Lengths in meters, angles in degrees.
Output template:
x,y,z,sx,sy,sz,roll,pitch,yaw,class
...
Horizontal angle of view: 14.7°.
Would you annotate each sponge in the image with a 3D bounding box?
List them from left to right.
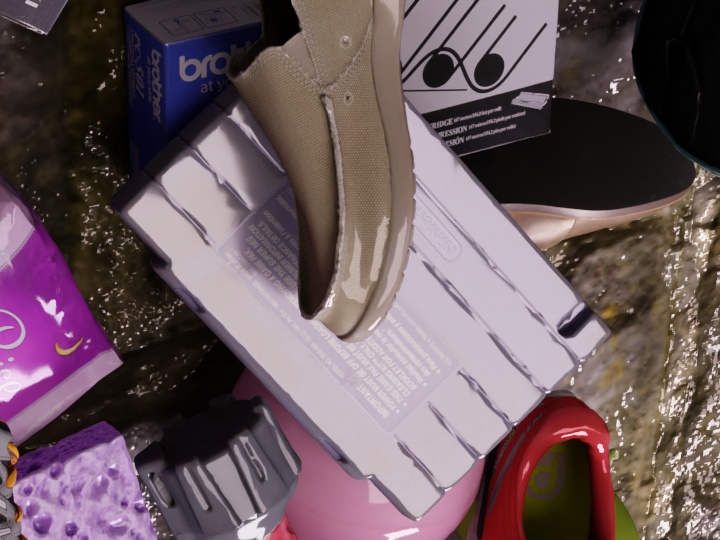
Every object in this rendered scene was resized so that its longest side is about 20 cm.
x,y,z,sx,sy,sz,roll,pitch,yaw,class
-0.174,0.152,1.172,0.200,0.030,0.112,-23,109,-21,sponge

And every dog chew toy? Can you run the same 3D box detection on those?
x,y,z,sx,sy,sz,roll,pitch,yaw,class
-0.016,0.119,1.328,0.124,0.125,0.200,-6,131,-32,dog chew toy

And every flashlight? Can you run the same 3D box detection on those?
x,y,z,sx,sy,sz,roll,pitch,yaw,class
-0.022,0.144,1.238,0.068,0.068,0.200,-53,127,-43,flashlight

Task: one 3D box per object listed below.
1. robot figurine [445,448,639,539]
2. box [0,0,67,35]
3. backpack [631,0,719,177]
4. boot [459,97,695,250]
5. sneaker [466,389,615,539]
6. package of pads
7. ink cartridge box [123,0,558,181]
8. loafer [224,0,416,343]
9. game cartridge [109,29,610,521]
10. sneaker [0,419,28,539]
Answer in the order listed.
x,y,z,sx,sy,sz,roll,pitch,yaw,class
0.064,0.174,1.408,0.200,0.116,0.175,-58,168,20,robot figurine
-0.165,-0.197,1.055,0.200,0.048,0.158,21,105,-42,box
0.226,-0.127,1.284,0.153,0.176,0.200,22,110,-37,backpack
0.063,-0.029,1.321,0.200,0.074,0.075,-10,140,-21,boot
0.081,0.154,1.286,0.077,0.085,0.200,4,85,-12,sneaker
-0.208,0.049,1.173,0.200,0.076,0.121,-38,136,-7,package of pads
-0.006,-0.088,1.239,0.200,0.044,0.094,-16,125,-25,ink cartridge box
-0.019,-0.070,1.132,0.068,0.076,0.200,-2,93,-15,loafer
0.000,0.000,1.205,0.130,0.038,0.200,-42,110,0,game cartridge
-0.166,0.095,1.110,0.077,0.078,0.200,-37,117,-31,sneaker
